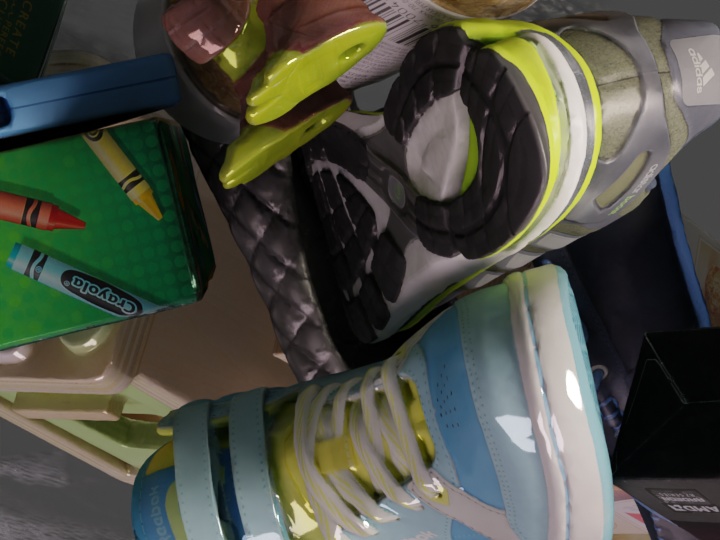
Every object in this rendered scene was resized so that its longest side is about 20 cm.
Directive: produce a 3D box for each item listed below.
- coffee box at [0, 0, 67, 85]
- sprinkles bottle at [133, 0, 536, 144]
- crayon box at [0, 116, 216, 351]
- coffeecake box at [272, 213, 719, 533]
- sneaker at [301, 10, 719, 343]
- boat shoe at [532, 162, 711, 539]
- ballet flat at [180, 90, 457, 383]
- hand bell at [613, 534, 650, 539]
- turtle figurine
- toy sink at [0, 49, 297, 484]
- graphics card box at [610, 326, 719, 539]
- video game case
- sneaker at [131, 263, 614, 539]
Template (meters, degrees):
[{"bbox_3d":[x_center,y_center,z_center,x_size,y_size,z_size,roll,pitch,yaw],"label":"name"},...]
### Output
[{"bbox_3d":[-0.214,-0.115,0.838,0.200,0.044,0.123,30,156,-33],"label":"coffee box"},{"bbox_3d":[0.005,-0.090,0.700,0.068,0.068,0.200,25,158,-24],"label":"sprinkles bottle"},{"bbox_3d":[-0.112,-0.009,0.797,0.118,0.058,0.200,-14,-176,-1],"label":"crayon box"},{"bbox_3d":[0.092,0.037,0.969,0.153,0.073,0.200,-7,151,44],"label":"coffeecake box"},{"bbox_3d":[0.040,-0.027,0.705,0.081,0.074,0.200,-13,177,-20],"label":"sneaker"},{"bbox_3d":[0.078,0.017,0.807,0.068,0.201,0.084,-16,-165,3],"label":"boat shoe"},{"bbox_3d":[0.000,0.000,0.836,0.057,0.066,0.200,-16,109,52],"label":"ballet flat"},{"bbox_3d":[0.055,0.082,1.138,0.200,0.104,0.104,37,154,-18],"label":"hand bell"},{"bbox_3d":[-0.061,-0.104,0.664,0.161,0.064,0.200,55,146,8],"label":"turtle figurine"},{"bbox_3d":[-0.102,0.010,0.987,0.130,0.112,0.200,-2,154,39],"label":"toy sink"},{"bbox_3d":[0.179,0.075,0.682,0.125,0.051,0.200,-4,150,46],"label":"graphics card box"},{"bbox_3d":[-0.169,-0.034,0.750,0.199,0.018,0.143,-13,-176,-21],"label":"video game case"},{"bbox_3d":[-0.002,0.057,0.694,0.130,0.080,0.200,-9,164,-6],"label":"sneaker"}]
